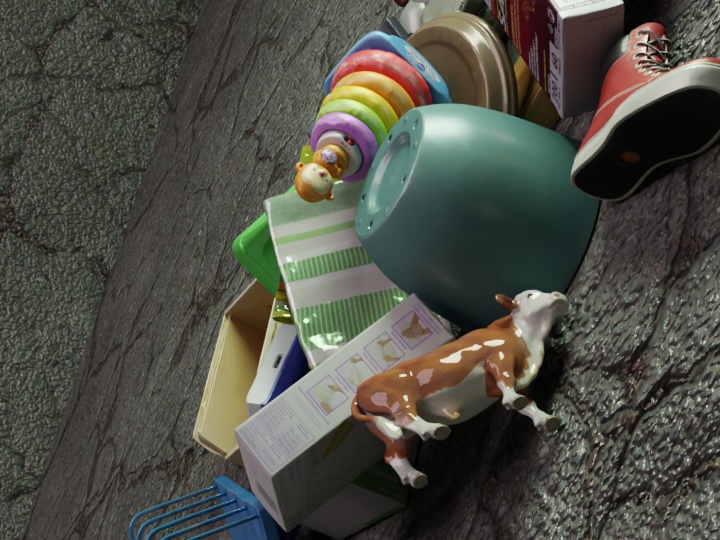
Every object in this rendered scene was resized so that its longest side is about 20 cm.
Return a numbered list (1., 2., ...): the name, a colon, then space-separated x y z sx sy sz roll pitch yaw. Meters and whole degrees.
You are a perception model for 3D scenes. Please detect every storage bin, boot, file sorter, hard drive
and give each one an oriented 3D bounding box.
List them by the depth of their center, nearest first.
1. boot: 0.238 -0.155 1.224 0.200 0.072 0.146 -39 30 63
2. hard drive: -0.076 0.170 1.589 0.132 0.025 0.202 -67 -23 -51
3. file sorter: -0.153 0.312 1.597 0.200 0.122 0.140 -176 69 -71
4. storage bin: -0.108 0.109 1.870 0.200 0.093 0.200 -43 28 51

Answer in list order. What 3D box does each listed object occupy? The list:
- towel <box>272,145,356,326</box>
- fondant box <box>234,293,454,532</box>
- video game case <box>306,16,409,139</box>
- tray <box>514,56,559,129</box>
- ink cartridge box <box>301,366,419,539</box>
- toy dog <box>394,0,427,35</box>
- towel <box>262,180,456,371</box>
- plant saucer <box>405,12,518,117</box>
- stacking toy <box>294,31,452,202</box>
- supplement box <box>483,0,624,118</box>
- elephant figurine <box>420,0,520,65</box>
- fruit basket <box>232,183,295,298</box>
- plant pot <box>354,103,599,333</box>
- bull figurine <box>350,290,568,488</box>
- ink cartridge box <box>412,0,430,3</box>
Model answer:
1. towel: -0.031 -0.035 1.532 0.018 0.085 0.202 94 -176 -62
2. fondant box: -0.010 0.127 1.355 0.199 0.058 0.145 -38 -23 -15
3. video game case: 0.026 -0.174 1.806 0.143 0.019 0.200 54 133 17
4. tray: 0.177 -0.188 1.500 0.201 0.037 0.099 -59 19 21
5. ink cartridge box: -0.002 0.143 1.524 0.145 0.083 0.202 -39 32 55
6. toy dog: 0.060 -0.266 1.846 0.132 0.096 0.201 -52 22 39
7. towel: 0.000 0.000 1.489 0.023 0.151 0.202 83 172 -64
8. plant saucer: 0.078 -0.154 1.525 0.199 0.029 0.203 -2 87 53
9. stacking toy: -0.008 -0.124 1.443 0.110 0.116 0.200 -41 7 43
10. supplement box: 0.168 -0.241 1.384 0.201 0.060 0.110 -114 12 -45
11. elephant figurine: 0.113 -0.251 1.618 0.155 0.141 0.200 49 115 21
12. fruit basket: -0.026 -0.028 1.664 0.216 0.155 0.216 -46 -4 -4
13. plant pot: 0.092 -0.055 1.373 0.201 0.160 0.202 -55 20 31
14. bull figurine: 0.091 0.091 1.249 0.198 0.065 0.122 -27 36 0
15. ink cartridge box: 0.115 -0.404 1.756 0.128 0.125 0.202 13 78 50
